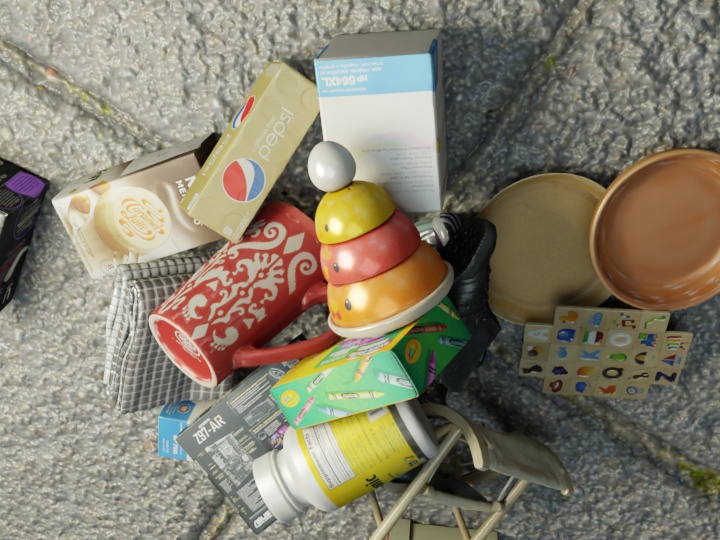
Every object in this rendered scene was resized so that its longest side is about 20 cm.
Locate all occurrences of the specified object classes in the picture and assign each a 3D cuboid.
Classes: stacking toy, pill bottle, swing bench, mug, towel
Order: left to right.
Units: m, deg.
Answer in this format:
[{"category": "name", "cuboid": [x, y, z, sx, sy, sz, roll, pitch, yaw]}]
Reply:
[{"category": "towel", "cuboid": [-0.230, 0.083, 1.150, 0.086, 0.165, 0.200, 36, 123, 39]}, {"category": "mug", "cuboid": [-0.120, 0.033, 1.047, 0.177, 0.200, 0.134, 15, 138, 45]}, {"category": "pill bottle", "cuboid": [-0.019, 0.208, 1.059, 0.200, 0.111, 0.111, -29, 108, 6]}, {"category": "stacking toy", "cuboid": [-0.002, -0.043, 0.959, 0.146, 0.146, 0.200, -21, 108, 17]}, {"category": "swing bench", "cuboid": [0.124, 0.260, 1.164, 0.200, 0.130, 0.199, -42, 136, 22]}]

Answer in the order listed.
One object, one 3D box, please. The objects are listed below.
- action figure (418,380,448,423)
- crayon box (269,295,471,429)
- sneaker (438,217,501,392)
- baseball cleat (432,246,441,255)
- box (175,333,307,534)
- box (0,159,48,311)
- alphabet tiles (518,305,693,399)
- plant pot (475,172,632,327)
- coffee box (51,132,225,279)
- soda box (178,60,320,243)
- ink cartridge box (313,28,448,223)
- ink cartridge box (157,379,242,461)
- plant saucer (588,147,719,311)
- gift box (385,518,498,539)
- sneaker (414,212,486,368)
[{"category": "action figure", "cuboid": [0.023, 0.121, 1.163, 0.200, 0.119, 0.102, 46, 75, -21]}, {"category": "crayon box", "cuboid": [0.008, 0.102, 1.000, 0.200, 0.119, 0.058, -23, 102, 43]}, {"category": "sneaker", "cuboid": [0.124, 0.042, 1.059, 0.104, 0.060, 0.200, 22, 103, -31]}, {"category": "baseball cleat", "cuboid": [0.000, 0.000, 1.105, 0.200, 0.070, 0.107, 14, 107, 28]}, {"category": "box", "cuboid": [-0.101, 0.203, 1.138, 0.200, 0.044, 0.160, -40, 94, 4]}, {"category": "box", "cuboid": [-0.492, -0.033, 1.164, 0.106, 0.122, 0.200, 25, 116, -4]}, {"category": "alphabet tiles", "cuboid": [0.301, 0.104, 1.143, 0.200, 0.006, 0.167, 3, 136, 7]}, {"category": "plant pot", "cuboid": [0.222, -0.026, 1.097, 0.200, 0.027, 0.200, -1, 116, -2]}, {"category": "coffee box", "cuboid": [-0.257, -0.079, 1.130, 0.200, 0.080, 0.115, -17, 112, 16]}, {"category": "soda box", "cuboid": [-0.121, -0.136, 1.041, 0.068, 0.064, 0.200, 32, 91, -24]}, {"category": "ink cartridge box", "cuboid": [0.030, -0.153, 1.023, 0.125, 0.129, 0.200, -1, 115, 10]}, {"category": "ink cartridge box", "cuboid": [-0.157, 0.206, 1.230, 0.200, 0.116, 0.067, 9, 116, 5]}, {"category": "plant saucer", "cuboid": [0.359, -0.049, 1.058, 0.200, 0.037, 0.200, -2, 115, -4]}, {"category": "gift box", "cuboid": [0.095, 0.484, 1.289, 0.186, 0.185, 0.200, 6, 110, 4]}, {"category": "sneaker", "cuboid": [0.101, 0.028, 1.141, 0.087, 0.074, 0.200, -8, 104, 26]}]
